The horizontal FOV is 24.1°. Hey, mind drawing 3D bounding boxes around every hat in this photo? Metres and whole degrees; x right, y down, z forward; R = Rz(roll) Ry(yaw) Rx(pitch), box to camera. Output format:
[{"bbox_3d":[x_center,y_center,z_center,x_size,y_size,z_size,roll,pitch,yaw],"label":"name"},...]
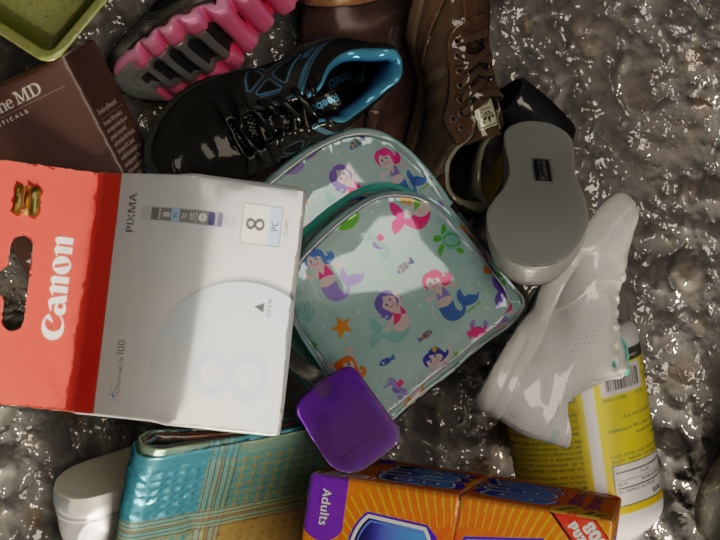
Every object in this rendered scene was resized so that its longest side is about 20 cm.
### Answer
[{"bbox_3d":[0.320,0.183,1.385,0.081,0.201,0.201,14,82,16],"label":"hat"}]

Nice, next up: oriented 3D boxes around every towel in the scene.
[{"bbox_3d":[-0.102,0.175,1.165,0.146,0.022,0.200,-5,135,-25],"label":"towel"}]

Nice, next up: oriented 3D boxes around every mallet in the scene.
[{"bbox_3d":[0.102,-0.051,1.322,0.066,0.041,0.200,30,82,-24],"label":"mallet"}]

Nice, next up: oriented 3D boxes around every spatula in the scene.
[{"bbox_3d":[-0.053,0.050,1.127,0.056,0.021,0.200,-36,76,-27],"label":"spatula"}]

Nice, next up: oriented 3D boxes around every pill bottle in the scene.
[{"bbox_3d":[0.173,0.143,1.309,0.112,0.112,0.200,-11,95,-24],"label":"pill bottle"}]

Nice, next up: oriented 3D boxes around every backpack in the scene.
[{"bbox_3d":[0.000,0.000,1.212,0.177,0.151,0.200,-37,97,-6],"label":"backpack"}]

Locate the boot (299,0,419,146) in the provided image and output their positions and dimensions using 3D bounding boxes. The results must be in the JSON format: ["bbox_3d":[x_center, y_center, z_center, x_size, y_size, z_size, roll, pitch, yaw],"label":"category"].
[{"bbox_3d":[0.040,-0.171,1.288,0.200,0.072,0.167,0,103,-28],"label":"boot"}]

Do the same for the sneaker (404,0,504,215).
[{"bbox_3d":[0.080,-0.134,1.241,0.070,0.076,0.200,-24,132,-33],"label":"sneaker"}]

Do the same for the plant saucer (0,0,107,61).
[{"bbox_3d":[-0.218,-0.250,1.128,0.200,0.048,0.200,33,74,13],"label":"plant saucer"}]

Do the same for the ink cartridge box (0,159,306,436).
[{"bbox_3d":[-0.141,0.016,1.072,0.200,0.047,0.160,7,85,-12],"label":"ink cartridge box"}]

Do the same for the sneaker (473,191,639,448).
[{"bbox_3d":[0.165,0.039,1.225,0.088,0.075,0.200,31,71,5],"label":"sneaker"}]

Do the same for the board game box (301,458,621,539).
[{"bbox_3d":[0.066,0.247,1.167,0.199,0.200,0.200,8,88,10],"label":"board game box"}]

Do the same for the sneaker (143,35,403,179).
[{"bbox_3d":[-0.060,-0.111,1.154,0.200,0.082,0.073,-35,110,-26],"label":"sneaker"}]

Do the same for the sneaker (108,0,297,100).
[{"bbox_3d":[-0.104,-0.204,1.211,0.200,0.095,0.079,-38,146,-3],"label":"sneaker"}]

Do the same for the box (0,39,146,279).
[{"bbox_3d":[-0.186,-0.044,1.144,0.100,0.075,0.200,-24,100,14],"label":"box"}]

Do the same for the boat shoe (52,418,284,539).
[{"bbox_3d":[-0.119,0.159,1.202,0.200,0.072,0.069,-16,118,-31],"label":"boat shoe"}]

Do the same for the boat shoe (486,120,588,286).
[{"bbox_3d":[0.127,-0.036,1.219,0.071,0.200,0.064,7,122,5],"label":"boat shoe"}]
